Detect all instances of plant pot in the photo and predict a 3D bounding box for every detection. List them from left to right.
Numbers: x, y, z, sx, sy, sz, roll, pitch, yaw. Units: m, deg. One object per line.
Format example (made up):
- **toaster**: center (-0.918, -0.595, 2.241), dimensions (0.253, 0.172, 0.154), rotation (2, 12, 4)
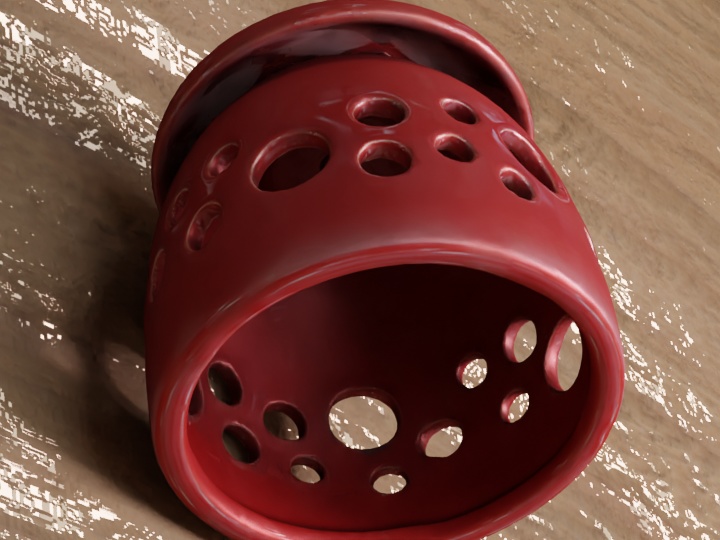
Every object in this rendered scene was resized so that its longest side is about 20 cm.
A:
- **plant pot**: center (0.000, 0.000, 1.043), dimensions (0.200, 0.200, 0.183), rotation (33, 29, -35)
